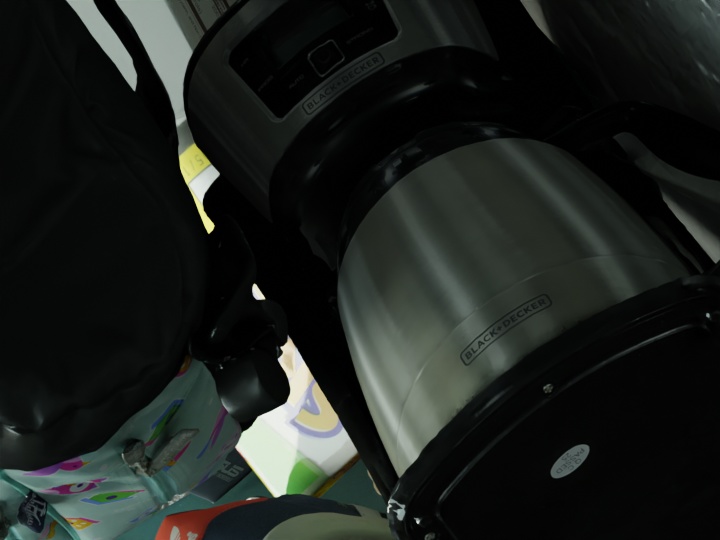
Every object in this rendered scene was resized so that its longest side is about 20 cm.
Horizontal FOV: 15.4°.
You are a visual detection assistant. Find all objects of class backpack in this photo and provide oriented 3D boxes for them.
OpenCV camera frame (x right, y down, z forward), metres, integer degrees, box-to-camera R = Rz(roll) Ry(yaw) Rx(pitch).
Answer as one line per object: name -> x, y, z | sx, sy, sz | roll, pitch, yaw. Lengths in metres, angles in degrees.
backpack -> -0.099, 0.005, 0.762 | 0.200, 0.126, 0.168 | 84, 161, -72

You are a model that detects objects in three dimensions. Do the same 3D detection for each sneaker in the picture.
sneaker -> -0.002, 0.119, 1.005 | 0.084, 0.075, 0.200 | 12, 172, 36

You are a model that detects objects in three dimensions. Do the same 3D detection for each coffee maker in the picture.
coffee maker -> 0.041, 0.025, 0.768 | 0.200, 0.134, 0.193 | -121, 19, -47

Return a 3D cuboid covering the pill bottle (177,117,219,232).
pill bottle -> 0.000, 0.000, 1.060 | 0.200, 0.112, 0.112 | 55, 172, 5

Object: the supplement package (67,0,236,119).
supplement package -> -0.142, -0.146, 0.979 | 0.201, 0.155, 0.111 | 62, -152, -20

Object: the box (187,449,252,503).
box -> -0.138, 0.024, 1.319 | 0.158, 0.051, 0.200 | 56, -168, 30

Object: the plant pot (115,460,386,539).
plant pot -> 0.004, 0.160, 1.378 | 0.142, 0.200, 0.141 | 60, 170, -28

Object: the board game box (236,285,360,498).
board game box -> -0.005, 0.009, 0.978 | 0.096, 0.030, 0.200 | 52, 132, 8

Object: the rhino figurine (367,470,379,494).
rhino figurine -> 0.045, 0.068, 1.195 | 0.200, 0.087, 0.060 | 53, 144, 25
